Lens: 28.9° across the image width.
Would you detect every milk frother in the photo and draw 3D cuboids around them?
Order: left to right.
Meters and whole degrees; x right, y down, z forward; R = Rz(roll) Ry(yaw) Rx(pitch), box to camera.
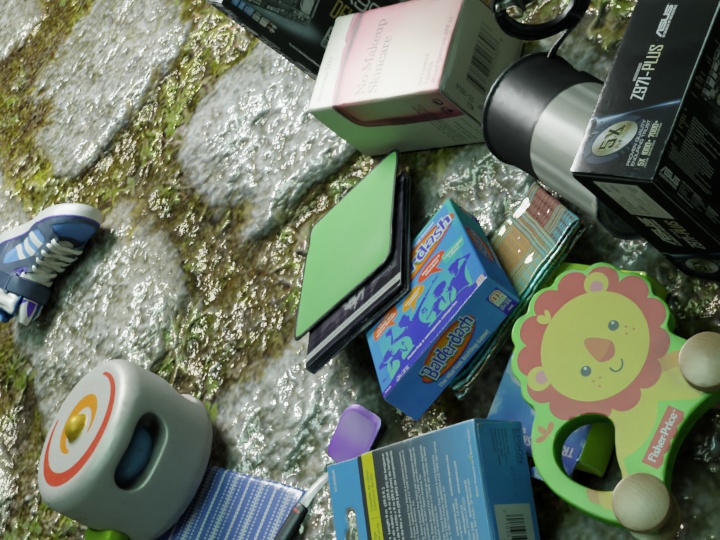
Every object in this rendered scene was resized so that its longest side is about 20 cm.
[{"bbox_3d":[0.205,-0.164,1.277,0.181,0.200,0.188,-51,40,1],"label":"milk frother"}]

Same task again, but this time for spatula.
[{"bbox_3d":[-0.046,0.226,1.411,0.056,0.021,0.201,28,80,45],"label":"spatula"}]

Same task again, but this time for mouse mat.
[{"bbox_3d":[-0.014,-0.030,1.507,0.161,0.008,0.201,-41,25,32],"label":"mouse mat"}]

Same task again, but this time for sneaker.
[{"bbox_3d":[-0.432,0.003,1.920,0.199,0.080,0.148,-18,62,33],"label":"sneaker"}]

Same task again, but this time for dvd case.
[{"bbox_3d":[0.000,0.000,1.467,0.149,0.016,0.201,-42,25,29],"label":"dvd case"}]

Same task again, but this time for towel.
[{"bbox_3d":[-0.146,0.286,1.487,0.199,0.024,0.146,4,67,45],"label":"towel"},{"bbox_3d":[0.130,0.014,1.335,0.201,0.022,0.147,-55,20,9],"label":"towel"}]

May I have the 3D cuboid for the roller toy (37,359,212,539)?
[{"bbox_3d":[-0.266,0.197,1.551,0.182,0.139,0.201,-43,32,24],"label":"roller toy"}]

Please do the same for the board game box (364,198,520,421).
[{"bbox_3d":[0.070,0.032,1.351,0.152,0.045,0.200,-51,20,14],"label":"board game box"}]

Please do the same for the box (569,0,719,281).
[{"bbox_3d":[0.284,-0.103,1.154,0.086,0.200,0.165,11,74,48],"label":"box"}]

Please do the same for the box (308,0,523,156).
[{"bbox_3d":[0.059,-0.212,1.524,0.199,0.109,0.129,-3,64,44],"label":"box"}]

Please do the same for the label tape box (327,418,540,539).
[{"bbox_3d":[0.064,0.223,1.240,0.199,0.063,0.145,-24,68,46],"label":"label tape box"}]

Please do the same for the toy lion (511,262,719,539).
[{"bbox_3d":[0.205,0.100,1.160,0.191,0.069,0.201,22,79,29],"label":"toy lion"}]

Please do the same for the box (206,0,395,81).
[{"bbox_3d":[-0.062,-0.330,1.654,0.158,0.199,0.050,-59,34,-3],"label":"box"}]

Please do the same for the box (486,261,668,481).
[{"bbox_3d":[0.186,0.094,1.247,0.121,0.048,0.201,9,72,49],"label":"box"}]
